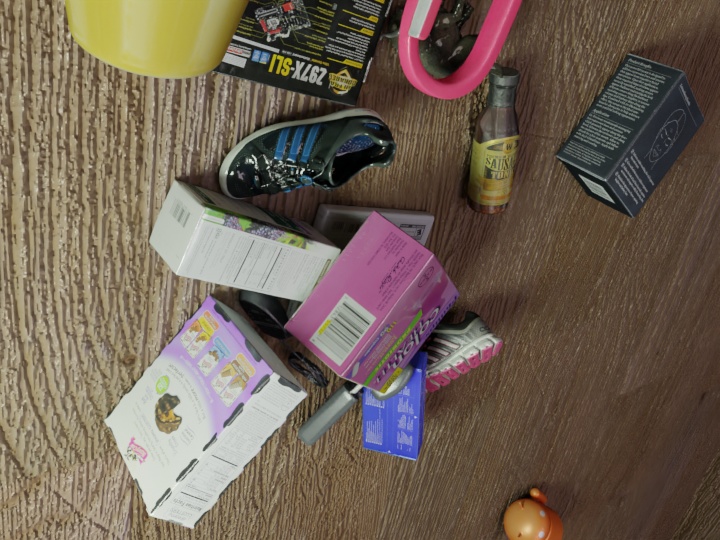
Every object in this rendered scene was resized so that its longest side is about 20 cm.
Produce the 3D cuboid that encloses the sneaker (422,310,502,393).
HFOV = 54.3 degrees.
[{"bbox_3d":[0.127,0.132,1.140,0.199,0.088,0.074,-30,149,10],"label":"sneaker"}]

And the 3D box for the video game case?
[{"bbox_3d":[0.000,0.000,0.969,0.199,0.023,0.184,-1,118,-42],"label":"video game case"}]

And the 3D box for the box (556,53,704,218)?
[{"bbox_3d":[0.438,-0.215,1.137,0.148,0.107,0.201,31,97,-47],"label":"box"}]

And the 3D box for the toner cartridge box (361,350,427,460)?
[{"bbox_3d":[0.052,0.207,1.102,0.043,0.094,0.202,-60,156,-50],"label":"toner cartridge box"}]

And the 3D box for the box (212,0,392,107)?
[{"bbox_3d":[-0.063,-0.266,0.710,0.199,0.049,0.161,1,120,-42],"label":"box"}]

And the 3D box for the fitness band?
[{"bbox_3d":[0.114,-0.288,0.766,0.143,0.037,0.202,6,113,-47],"label":"fitness band"}]

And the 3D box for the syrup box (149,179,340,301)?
[{"bbox_3d":[-0.126,-0.028,0.797,0.199,0.079,0.082,14,108,-45],"label":"syrup box"}]

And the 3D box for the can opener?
[{"bbox_3d":[-0.011,0.190,1.025,0.200,0.067,0.053,-42,173,19],"label":"can opener"}]

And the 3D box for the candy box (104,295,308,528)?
[{"bbox_3d":[-0.183,0.158,0.810,0.200,0.168,0.071,-49,136,-1],"label":"candy box"}]

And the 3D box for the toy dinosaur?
[{"bbox_3d":[0.100,-0.276,0.840,0.102,0.077,0.199,-48,144,15],"label":"toy dinosaur"}]

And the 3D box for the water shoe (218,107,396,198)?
[{"bbox_3d":[-0.058,-0.122,0.767,0.198,0.079,0.072,-23,133,-7],"label":"water shoe"}]

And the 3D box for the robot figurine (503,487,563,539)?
[{"bbox_3d":[0.416,0.618,1.691,0.144,0.117,0.200,-46,138,5],"label":"robot figurine"}]

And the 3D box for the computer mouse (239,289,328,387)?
[{"bbox_3d":[-0.092,0.086,0.913,0.034,0.058,0.201,-56,135,-28],"label":"computer mouse"}]

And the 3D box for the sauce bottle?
[{"bbox_3d":[0.187,-0.178,0.977,0.066,0.066,0.202,-23,131,-27],"label":"sauce bottle"}]

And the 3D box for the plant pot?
[{"bbox_3d":[-0.153,-0.263,0.538,0.199,0.201,0.190,-11,140,-35],"label":"plant pot"}]

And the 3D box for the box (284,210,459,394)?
[{"bbox_3d":[0.024,0.050,0.890,0.176,0.096,0.200,-52,158,-2],"label":"box"}]
